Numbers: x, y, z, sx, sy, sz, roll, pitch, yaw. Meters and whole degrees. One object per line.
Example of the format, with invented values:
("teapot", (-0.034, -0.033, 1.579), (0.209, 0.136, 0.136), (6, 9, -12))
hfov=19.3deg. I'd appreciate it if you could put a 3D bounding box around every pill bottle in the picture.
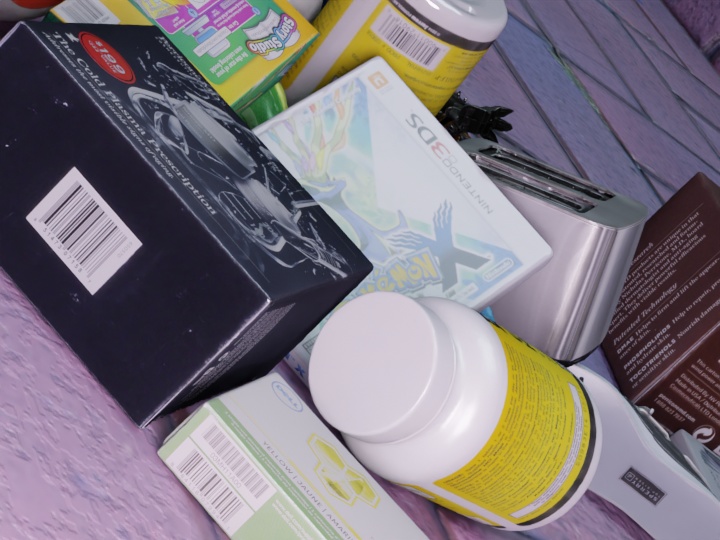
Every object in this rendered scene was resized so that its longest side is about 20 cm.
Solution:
("pill bottle", (0.056, 0.082, 1.263), (0.200, 0.112, 0.113), (32, 21, -54))
("pill bottle", (0.006, -0.139, 1.510), (0.111, 0.200, 0.111), (29, 30, -19))

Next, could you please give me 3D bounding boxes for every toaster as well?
("toaster", (0.107, -0.012, 1.512), (0.200, 0.119, 0.181), (23, 14, 13))

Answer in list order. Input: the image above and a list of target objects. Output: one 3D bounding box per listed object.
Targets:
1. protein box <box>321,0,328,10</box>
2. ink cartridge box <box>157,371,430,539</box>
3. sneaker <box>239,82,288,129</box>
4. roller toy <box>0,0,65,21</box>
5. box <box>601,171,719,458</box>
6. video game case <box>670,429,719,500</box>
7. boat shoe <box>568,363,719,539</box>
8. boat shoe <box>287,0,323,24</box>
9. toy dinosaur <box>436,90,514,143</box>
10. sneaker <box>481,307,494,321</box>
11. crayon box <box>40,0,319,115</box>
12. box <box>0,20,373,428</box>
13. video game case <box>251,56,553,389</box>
("protein box", (-0.050, -0.273, 1.641), (0.199, 0.200, 0.135), (46, 60, 8))
("ink cartridge box", (-0.013, 0.121, 1.152), (0.146, 0.048, 0.200), (47, 19, 8))
("sneaker", (-0.126, -0.142, 1.484), (0.200, 0.074, 0.084), (52, 44, 8))
("roller toy", (-0.202, -0.255, 1.321), (0.140, 0.200, 0.182), (46, 11, 15))
("box", (0.325, 0.055, 1.894), (0.166, 0.164, 0.200), (36, 19, -26))
("video game case", (0.352, 0.238, 1.781), (0.200, 0.023, 0.182), (37, 19, -27))
("boat shoe", (0.196, 0.130, 1.573), (0.199, 0.074, 0.068), (37, 15, -11))
("boat shoe", (-0.076, -0.173, 1.554), (0.064, 0.071, 0.200), (38, -19, 5))
("toy dinosaur", (0.044, -0.126, 1.831), (0.200, 0.102, 0.136), (-3, 33, -45))
("sneaker", (0.000, 0.000, 1.400), (0.200, 0.082, 0.073), (39, 19, -17))
("crayon box", (-0.123, -0.144, 1.377), (0.119, 0.058, 0.200), (44, 36, -1))
("box", (-0.116, -0.032, 1.163), (0.200, 0.104, 0.182), (48, 16, 7))
("video game case", (-0.002, -0.028, 1.355), (0.200, 0.022, 0.182), (-34, 76, -31))
